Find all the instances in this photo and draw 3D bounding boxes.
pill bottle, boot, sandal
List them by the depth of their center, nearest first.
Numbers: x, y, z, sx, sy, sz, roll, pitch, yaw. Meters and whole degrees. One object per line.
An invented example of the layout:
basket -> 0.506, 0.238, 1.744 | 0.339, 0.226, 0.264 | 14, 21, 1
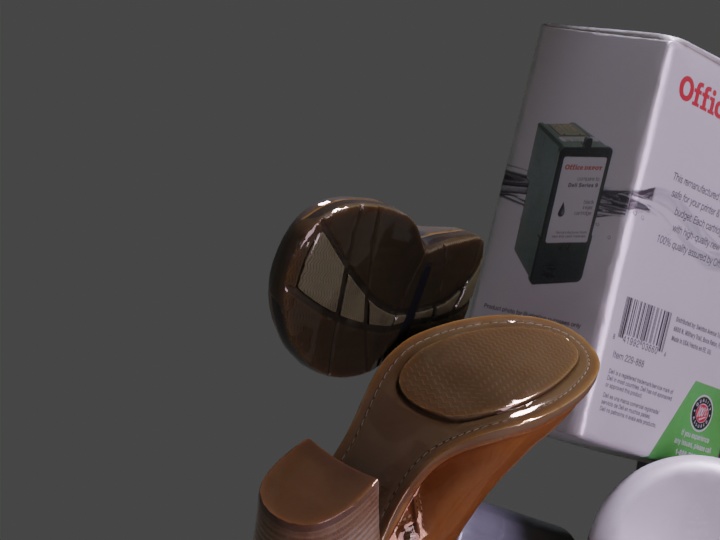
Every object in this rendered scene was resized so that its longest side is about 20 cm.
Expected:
sandal -> 0.000, 0.000, 1.211 | 0.200, 0.054, 0.082 | -4, 117, -67
boot -> 0.028, 0.120, 1.224 | 0.200, 0.076, 0.156 | -37, 145, -35
pill bottle -> 0.165, 0.180, 1.381 | 0.110, 0.109, 0.200 | -60, 165, -23

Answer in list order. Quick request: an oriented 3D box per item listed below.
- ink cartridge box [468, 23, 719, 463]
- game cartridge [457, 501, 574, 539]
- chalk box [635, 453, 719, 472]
ink cartridge box -> 0.137, -0.009, 1.356 | 0.146, 0.084, 0.201 | 20, 83, -52
game cartridge -> 0.051, 0.218, 1.344 | 0.133, 0.041, 0.201 | 21, 82, -48
chalk box -> 0.237, 0.079, 1.478 | 0.124, 0.124, 0.201 | -3, 103, -52
